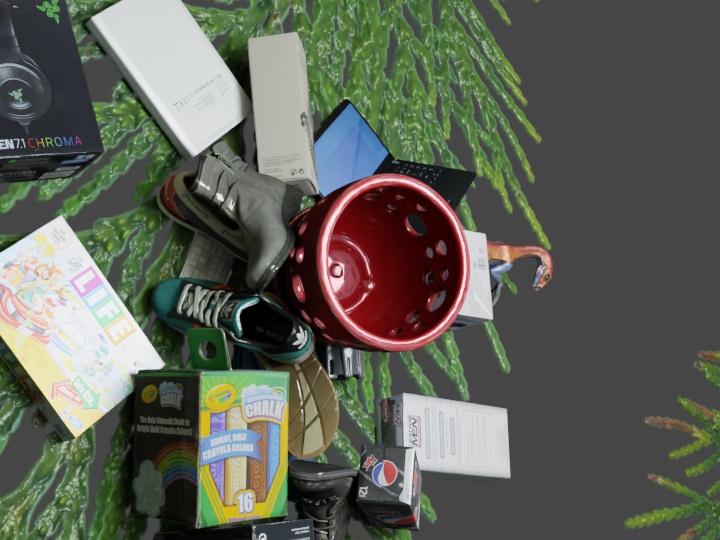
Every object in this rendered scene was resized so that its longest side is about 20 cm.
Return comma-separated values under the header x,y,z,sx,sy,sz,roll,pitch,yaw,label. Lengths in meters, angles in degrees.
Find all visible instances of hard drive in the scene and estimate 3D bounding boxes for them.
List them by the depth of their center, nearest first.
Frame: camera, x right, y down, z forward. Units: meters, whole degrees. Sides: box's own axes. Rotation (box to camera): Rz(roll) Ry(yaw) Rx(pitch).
x,y,z,sx,sy,sz,roll,pitch,yaw,label
-0.232,-0.252,1.206,0.200,0.027,0.132,55,49,-13,hard drive

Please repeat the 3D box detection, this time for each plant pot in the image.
x,y,z,sx,sy,sz,roll,pitch,yaw,label
0.000,0.000,1.142,0.200,0.182,0.201,5,81,-29,plant pot

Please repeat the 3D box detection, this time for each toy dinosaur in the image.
x,y,z,sx,sy,sz,roll,pitch,yaw,label
0.192,-0.010,1.401,0.181,0.200,0.105,-13,68,2,toy dinosaur

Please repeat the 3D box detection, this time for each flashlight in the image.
x,y,z,sx,sy,sz,roll,pitch,yaw,label
-0.023,0.042,1.266,0.067,0.068,0.201,-6,80,4,flashlight

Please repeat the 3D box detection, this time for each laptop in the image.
x,y,z,sx,sy,sz,roll,pitch,yaw,label
0.038,-0.140,1.335,0.177,0.199,0.104,-56,149,-42,laptop

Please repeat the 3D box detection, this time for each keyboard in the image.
x,y,z,sx,sy,sz,roll,pitch,yaw,label
-0.173,-0.048,1.200,0.056,0.011,0.201,34,56,-27,keyboard

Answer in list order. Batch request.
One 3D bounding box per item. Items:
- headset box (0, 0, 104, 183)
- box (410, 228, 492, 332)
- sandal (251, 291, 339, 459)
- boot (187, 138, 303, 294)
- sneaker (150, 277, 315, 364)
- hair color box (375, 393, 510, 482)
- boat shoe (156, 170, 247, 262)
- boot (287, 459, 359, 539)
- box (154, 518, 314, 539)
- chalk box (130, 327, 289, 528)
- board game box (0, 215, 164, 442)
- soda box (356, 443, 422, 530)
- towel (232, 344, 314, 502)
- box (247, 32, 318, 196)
x,y,z,sx,sy,sz,roll,pitch,yaw,label
-0.386,-0.198,1.013,0.174,0.093,0.201,-10,82,-42,headset box
0.078,0.027,1.262,0.060,0.200,0.117,8,73,-37,box
-0.083,0.120,1.127,0.080,0.054,0.201,-24,76,-7,sandal
-0.141,-0.063,1.090,0.130,0.068,0.200,31,31,-17,boot
-0.148,0.046,1.080,0.199,0.080,0.072,16,74,10,sneaker
0.115,0.231,1.320,0.199,0.061,0.099,14,67,-37,hair color box
-0.149,-0.064,1.179,0.200,0.062,0.071,26,58,-27,boat shoe
-0.043,0.311,1.092,0.200,0.069,0.175,49,50,-65,boot
-0.128,0.332,0.985,0.079,0.200,0.142,7,72,-39,box
-0.160,0.163,1.038,0.124,0.125,0.201,8,81,-46,chalk box
-0.317,0.060,1.026,0.134,0.034,0.200,-42,104,-41,board game box
0.038,0.264,1.161,0.200,0.063,0.071,74,20,-67,soda box
-0.105,0.177,1.159,0.111,0.048,0.201,13,67,-36,towel
-0.100,-0.199,1.252,0.068,0.082,0.201,-7,78,4,box
